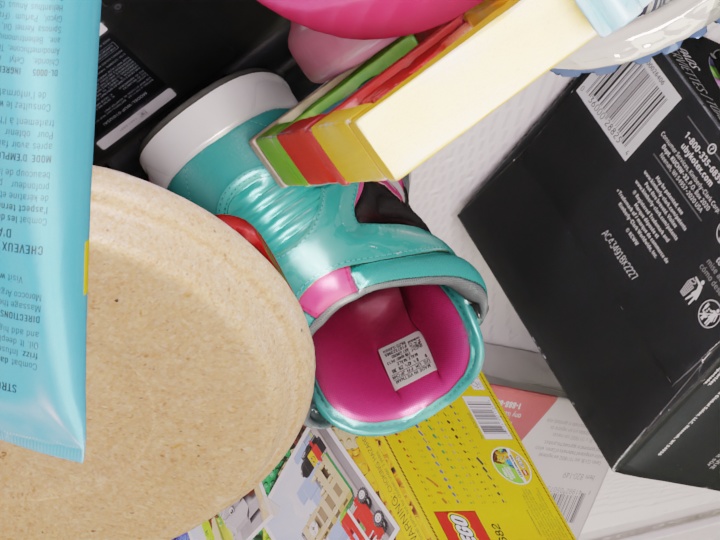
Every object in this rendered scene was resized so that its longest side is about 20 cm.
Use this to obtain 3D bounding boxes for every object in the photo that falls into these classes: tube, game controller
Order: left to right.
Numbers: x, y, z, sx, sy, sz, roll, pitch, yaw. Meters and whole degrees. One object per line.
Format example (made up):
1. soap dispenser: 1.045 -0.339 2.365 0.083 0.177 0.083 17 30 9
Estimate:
1. tube: -0.102 -0.048 0.643 0.050 0.077 0.202 -35 137 -67
2. game controller: -0.087 -0.064 0.825 0.199 0.042 0.104 -36 131 10

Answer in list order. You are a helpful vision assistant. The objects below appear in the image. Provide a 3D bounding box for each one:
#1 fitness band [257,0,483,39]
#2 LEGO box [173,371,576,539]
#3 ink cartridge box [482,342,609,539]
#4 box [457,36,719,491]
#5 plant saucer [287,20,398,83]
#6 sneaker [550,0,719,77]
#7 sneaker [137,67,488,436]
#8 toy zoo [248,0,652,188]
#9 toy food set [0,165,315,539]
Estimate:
1. fitness band: 0.029 -0.153 0.637 0.200 0.144 0.037 -40 143 25
2. LEGO box: -0.007 0.102 0.943 0.077 0.201 0.149 4 134 -39
3. ink cartridge box: 0.030 0.134 1.064 0.116 0.067 0.201 12 104 -43
4. box: 0.170 0.003 0.984 0.199 0.149 0.124 15 126 -45
5. plant saucer: 0.052 -0.136 0.734 0.200 0.051 0.201 -36 -174 4
6. sneaker: 0.124 -0.141 0.846 0.199 0.077 0.086 -22 118 12
7. sneaker: 0.000 0.000 0.844 0.083 0.121 0.200 -36 167 12
8. toy zoo: 0.040 -0.071 0.668 0.131 0.021 0.200 -38 -172 -8
9. toy food set: -0.114 0.029 0.751 0.198 0.049 0.199 4 137 -7
